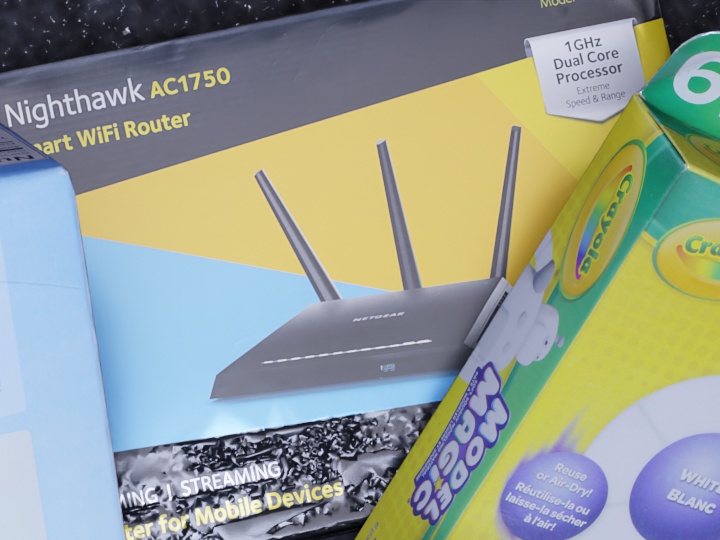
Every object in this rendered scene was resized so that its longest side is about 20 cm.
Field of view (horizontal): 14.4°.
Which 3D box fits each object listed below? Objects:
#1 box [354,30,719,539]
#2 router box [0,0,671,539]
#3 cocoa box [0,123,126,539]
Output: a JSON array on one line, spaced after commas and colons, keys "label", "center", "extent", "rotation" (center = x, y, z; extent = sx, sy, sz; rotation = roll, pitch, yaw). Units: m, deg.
[{"label": "box", "center": [0.089, 0.040, 0.771], "extent": [0.117, 0.048, 0.200], "rotation": [20, 111, -25]}, {"label": "router box", "center": [0.000, 0.000, 0.829], "extent": [0.200, 0.051, 0.149], "rotation": [-12, 83, -7]}, {"label": "cocoa box", "center": [-0.135, 0.069, 0.725], "extent": [0.133, 0.131, 0.200], "rotation": [-12, 105, -18]}]
